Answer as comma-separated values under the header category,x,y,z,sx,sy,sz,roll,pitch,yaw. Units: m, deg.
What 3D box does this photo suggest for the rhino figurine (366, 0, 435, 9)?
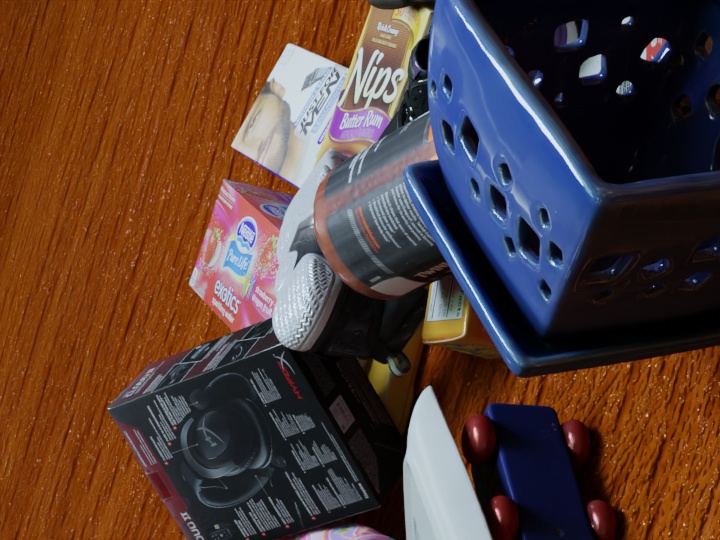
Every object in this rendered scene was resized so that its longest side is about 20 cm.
category,x,y,z,sx,sy,sz,roll,pitch,yaw
rhino figurine,0.067,-0.260,1.764,0.087,0.060,0.200,6,38,38

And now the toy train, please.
category,x,y,z,sx,sy,sz,roll,pitch,yaw
toy train,0.111,0.194,1.498,0.200,0.084,0.116,-103,24,-44

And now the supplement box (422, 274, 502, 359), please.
category,x,y,z,sx,sy,sz,roll,pitch,yaw
supplement box,0.099,-0.040,1.658,0.069,0.066,0.201,-4,75,61

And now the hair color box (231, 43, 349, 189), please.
category,x,y,z,sx,sy,sz,roll,pitch,yaw
hair color box,-0.033,-0.121,1.971,0.110,0.065,0.200,-61,23,1

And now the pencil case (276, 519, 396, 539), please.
category,x,y,z,sx,sy,sz,roll,pitch,yaw
pencil case,-0.028,0.230,1.770,0.200,0.087,0.088,8,85,65

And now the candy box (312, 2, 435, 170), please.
category,x,y,z,sx,sy,sz,roll,pitch,yaw
candy box,0.024,-0.120,1.804,0.201,0.056,0.117,-69,25,14

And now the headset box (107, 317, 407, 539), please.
category,x,y,z,sx,sy,sz,roll,pitch,yaw
headset box,-0.084,0.127,1.762,0.200,0.149,0.077,-22,16,34

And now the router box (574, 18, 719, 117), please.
category,x,y,z,sx,sy,sz,roll,pitch,yaw
router box,0.180,-0.176,1.572,0.179,0.049,0.201,-34,48,57

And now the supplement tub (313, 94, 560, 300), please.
category,x,y,z,sx,sy,sz,roll,pitch,yaw
supplement tub,0.064,-0.057,1.558,0.200,0.107,0.107,-27,52,46

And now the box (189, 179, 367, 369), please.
category,x,y,z,sx,sy,sz,roll,pitch,yaw
box,-0.058,0.005,1.869,0.200,0.095,0.100,41,115,63

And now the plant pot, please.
category,x,y,z,sx,sy,sz,roll,pitch,yaw
plant pot,0.148,-0.054,1.360,0.200,0.199,0.180,60,145,36

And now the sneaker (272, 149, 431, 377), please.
category,x,y,z,sx,sy,sz,roll,pitch,yaw
sneaker,0.000,0.000,1.707,0.076,0.114,0.200,-51,22,37

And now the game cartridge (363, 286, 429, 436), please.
category,x,y,z,sx,sy,sz,roll,pitch,yaw
game cartridge,0.003,0.064,1.862,0.176,0.032,0.201,15,94,66

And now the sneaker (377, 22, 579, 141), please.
category,x,y,z,sx,sy,sz,roll,pitch,yaw
sneaker,0.057,-0.132,1.614,0.200,0.087,0.076,-39,47,40

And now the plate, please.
category,x,y,z,sx,sy,sz,roll,pitch,yaw
plate,0.062,0.212,1.526,0.200,0.032,0.200,-110,11,-47
